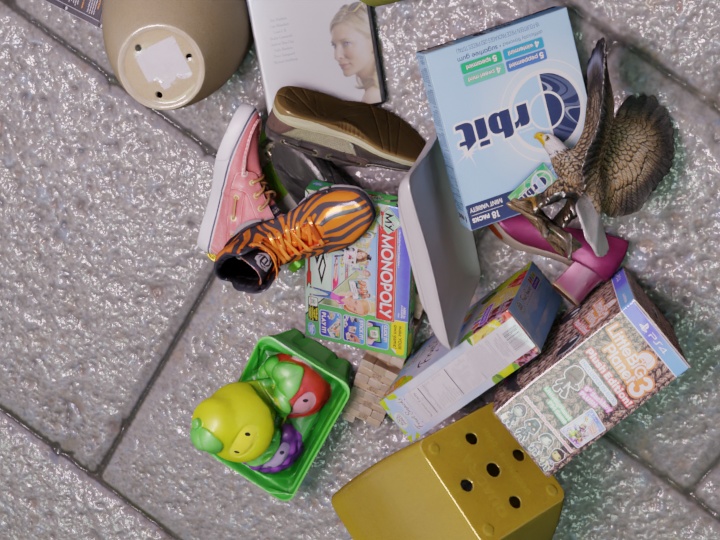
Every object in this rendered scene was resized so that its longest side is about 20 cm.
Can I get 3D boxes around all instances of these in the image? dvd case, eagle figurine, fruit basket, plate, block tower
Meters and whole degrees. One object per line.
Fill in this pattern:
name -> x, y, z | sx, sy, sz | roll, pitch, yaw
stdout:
dvd case -> -0.054, -0.279, 1.368 | 0.140, 0.018, 0.203 | -11, 108, -3
eagle figurine -> 0.245, -0.121, 1.256 | 0.151, 0.152, 0.201 | 42, 96, 3
fruit basket -> -0.118, 0.188, 1.491 | 0.154, 0.216, 0.217 | 30, 116, 4
plate -> 0.086, -0.042, 1.332 | 0.032, 0.200, 0.203 | -8, 113, 19
block tower -> 0.035, 0.101, 1.491 | 0.057, 0.054, 0.202 | 24, 115, 8

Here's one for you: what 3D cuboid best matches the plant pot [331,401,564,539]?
plant pot -> 0.118, 0.269, 1.374 | 0.201, 0.198, 0.177 | 55, 142, 19

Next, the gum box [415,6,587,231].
gum box -> 0.168, -0.167, 1.315 | 0.167, 0.045, 0.203 | -18, 106, -7

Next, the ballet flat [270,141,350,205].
ballet flat -> -0.028, -0.087, 1.418 | 0.200, 0.057, 0.066 | 43, 133, -5

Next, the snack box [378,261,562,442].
snack box -> 0.131, 0.093, 1.394 | 0.199, 0.169, 0.068 | -40, 93, 25

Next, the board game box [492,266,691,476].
board game box -> 0.256, 0.111, 1.347 | 0.199, 0.160, 0.097 | -41, 95, 14

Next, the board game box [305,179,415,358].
board game box -> 0.000, 0.000, 1.402 | 0.132, 0.029, 0.203 | 12, 122, 18

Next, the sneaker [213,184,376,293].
sneaker -> -0.078, -0.025, 1.331 | 0.198, 0.112, 0.078 | -22, 108, 26

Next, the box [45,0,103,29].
box -> -0.305, -0.398, 1.415 | 0.157, 0.048, 0.202 | 26, 115, 5

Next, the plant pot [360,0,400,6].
plant pot -> 0.065, -0.372, 1.252 | 0.199, 0.187, 0.188 | -29, 100, 38

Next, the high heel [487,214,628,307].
high heel -> 0.213, -0.057, 1.387 | 0.200, 0.067, 0.096 | 44, 88, 2

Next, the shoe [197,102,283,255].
shoe -> -0.128, -0.096, 1.420 | 0.090, 0.072, 0.202 | 23, 120, 6

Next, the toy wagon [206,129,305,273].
toy wagon -> -0.114, -0.072, 1.482 | 0.200, 0.040, 0.156 | -40, 94, 26

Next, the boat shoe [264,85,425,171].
boat shoe -> -0.017, -0.155, 1.382 | 0.197, 0.074, 0.065 | 19, 135, -20

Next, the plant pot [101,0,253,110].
plant pot -> -0.211, -0.260, 1.325 | 0.184, 0.201, 0.190 | -1, 117, -1
